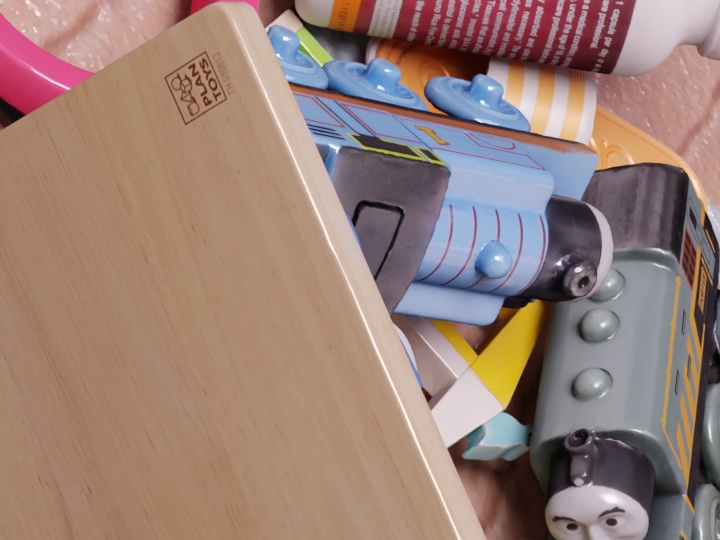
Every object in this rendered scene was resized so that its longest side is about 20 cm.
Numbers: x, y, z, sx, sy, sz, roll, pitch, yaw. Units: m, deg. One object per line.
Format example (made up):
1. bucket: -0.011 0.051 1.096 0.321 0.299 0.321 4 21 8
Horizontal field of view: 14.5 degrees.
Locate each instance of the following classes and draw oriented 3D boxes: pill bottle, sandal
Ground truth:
1. pill bottle: 0.077 -0.143 1.193 0.199 0.113 0.114 10 56 -3
2. sandal: 0.092 -0.069 1.262 0.206 0.059 0.080 20 55 -34

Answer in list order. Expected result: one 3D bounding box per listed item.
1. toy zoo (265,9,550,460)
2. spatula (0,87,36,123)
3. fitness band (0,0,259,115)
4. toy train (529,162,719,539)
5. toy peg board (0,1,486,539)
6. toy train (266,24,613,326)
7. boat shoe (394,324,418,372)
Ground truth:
1. toy zoo: 0.000 0.000 1.154 0.200 0.020 0.131 48 43 -4
2. spatula: -0.099 -0.019 1.086 0.056 0.021 0.201 -35 92 -46
3. fitness band: -0.105 -0.138 1.124 0.143 0.037 0.201 26 47 -27
4. toy train: 0.113 0.051 1.178 0.114 0.085 0.201 60 32 -41
5. toy peg board: -0.059 0.040 0.977 0.098 0.199 0.201 -10 74 -61
6. toy train: 0.011 -0.028 1.080 0.199 0.087 0.114 10 23 -39
7. boat shoe: -0.004 0.114 1.034 0.056 0.068 0.201 0 98 -53
